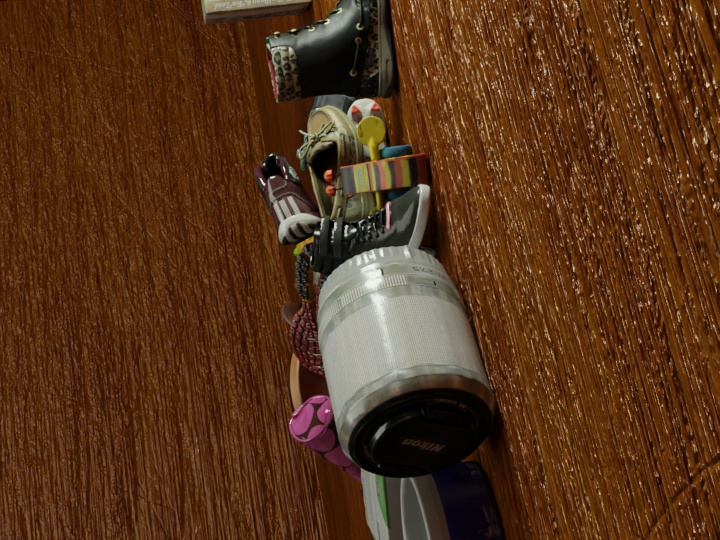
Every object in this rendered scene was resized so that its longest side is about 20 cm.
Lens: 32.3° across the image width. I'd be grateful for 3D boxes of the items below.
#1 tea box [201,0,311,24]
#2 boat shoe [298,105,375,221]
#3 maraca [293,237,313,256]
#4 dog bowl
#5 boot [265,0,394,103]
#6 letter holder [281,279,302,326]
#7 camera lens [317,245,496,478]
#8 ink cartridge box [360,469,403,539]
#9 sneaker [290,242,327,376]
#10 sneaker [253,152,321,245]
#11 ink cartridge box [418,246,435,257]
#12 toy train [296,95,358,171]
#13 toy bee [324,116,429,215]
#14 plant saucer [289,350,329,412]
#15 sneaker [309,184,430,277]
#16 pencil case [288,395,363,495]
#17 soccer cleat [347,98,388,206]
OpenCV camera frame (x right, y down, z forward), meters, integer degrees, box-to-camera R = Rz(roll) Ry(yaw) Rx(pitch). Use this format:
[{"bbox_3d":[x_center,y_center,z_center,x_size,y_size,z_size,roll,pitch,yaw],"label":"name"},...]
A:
[{"bbox_3d":[-0.204,-0.571,2.303,0.134,0.198,0.199,-165,67,-81],"label":"tea box"},{"bbox_3d":[-0.036,-0.136,1.593,0.073,0.062,0.201,-46,48,34],"label":"boat shoe"},{"bbox_3d":[-0.049,-0.049,1.949,0.107,0.137,0.200,40,180,-25],"label":"maraca"},{"bbox_3d":[0.101,0.311,1.353,0.200,0.078,0.202,172,90,-83],"label":"dog bowl"},{"bbox_3d":[-0.043,-0.307,1.533,0.073,0.152,0.205,152,109,-82],"label":"boot"},{"bbox_3d":[-0.067,0.027,2.083,0.200,0.141,0.102,-134,37,-78],"label":"letter holder"},{"bbox_3d":[0.042,0.097,1.269,0.161,0.159,0.201,91,169,-47],"label":"camera lens"},{"bbox_3d":[0.055,0.301,1.660,0.200,0.084,0.147,-134,37,-78],"label":"ink cartridge box"},{"bbox_3d":[-0.038,0.050,1.639,0.077,0.082,0.202,22,120,28],"label":"sneaker"},{"bbox_3d":[-0.086,-0.099,1.615,0.116,0.075,0.200,63,-177,0],"label":"sneaker"},{"bbox_3d":[0.029,0.065,1.514,0.199,0.040,0.202,-169,88,-74],"label":"ink cartridge box"},{"bbox_3d":[-0.037,-0.214,1.782,0.200,0.084,0.115,-76,-4,-58],"label":"toy train"},{"bbox_3d":[0.015,-0.104,1.485,0.200,0.108,0.132,105,154,-71],"label":"toy bee"},{"bbox_3d":[-0.046,0.183,1.889,0.200,0.032,0.202,29,-126,-49],"label":"plant saucer"},{"bbox_3d":[0.004,-0.040,1.412,0.200,0.098,0.071,129,152,-51],"label":"sneaker"},{"bbox_3d":[-0.020,0.252,1.797,0.200,0.091,0.094,44,175,-40],"label":"pencil case"},{"bbox_3d":[0.013,-0.129,1.653,0.078,0.069,0.202,93,175,-76],"label":"soccer cleat"}]
